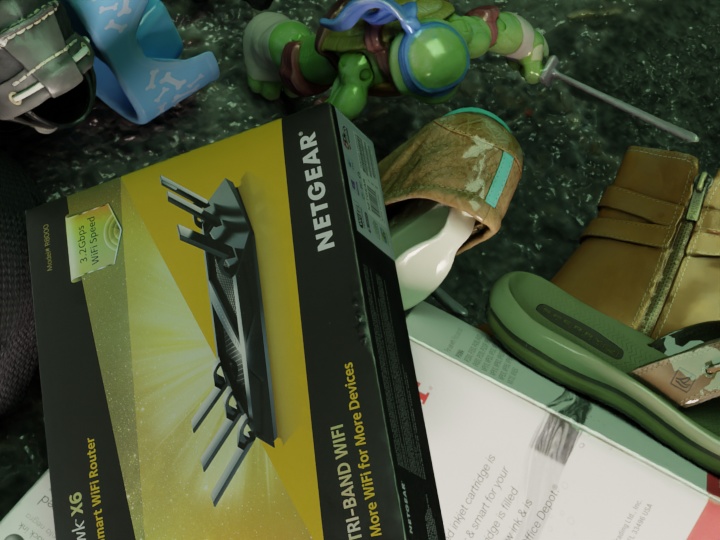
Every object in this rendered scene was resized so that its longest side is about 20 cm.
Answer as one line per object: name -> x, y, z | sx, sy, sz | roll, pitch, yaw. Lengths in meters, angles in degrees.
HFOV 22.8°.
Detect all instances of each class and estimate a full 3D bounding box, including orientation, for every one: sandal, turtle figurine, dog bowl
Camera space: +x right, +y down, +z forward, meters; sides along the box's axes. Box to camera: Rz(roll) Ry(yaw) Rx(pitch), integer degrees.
sandal -> 0.153, 0.045, 0.809 | 0.201, 0.057, 0.080 | 27, 18, 6
turtle figurine -> 0.025, -0.082, 0.926 | 0.200, 0.194, 0.144 | 30, 96, -28
dog bowl -> -0.139, -0.142, 0.903 | 0.111, 0.200, 0.050 | 39, 79, 22

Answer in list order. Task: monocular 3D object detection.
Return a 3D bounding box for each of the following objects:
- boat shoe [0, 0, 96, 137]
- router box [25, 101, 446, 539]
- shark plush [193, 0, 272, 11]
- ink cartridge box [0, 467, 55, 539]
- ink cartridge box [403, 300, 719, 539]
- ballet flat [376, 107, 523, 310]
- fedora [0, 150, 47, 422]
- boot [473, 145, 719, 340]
boat shoe -> -0.164, -0.090, 0.871 | 0.068, 0.200, 0.072 | 45, 78, -3
router box -> -0.058, 0.046, 0.767 | 0.157, 0.052, 0.200 | -19, 65, 18
shark plush -> -0.131, -0.210, 0.997 | 0.091, 0.083, 0.200 | -27, 71, -23
ink cartridge box -> -0.151, 0.195, 0.787 | 0.116, 0.068, 0.200 | 35, 62, 9
ink cartridge box -> 0.077, 0.124, 0.821 | 0.200, 0.083, 0.147 | 28, 105, 4
ballet flat -> 0.000, 0.000, 0.834 | 0.068, 0.200, 0.072 | 32, 44, -28
fedora -> -0.201, 0.006, 0.848 | 0.092, 0.201, 0.201 | 4, 56, -47
boot -> 0.117, 0.008, 0.903 | 0.200, 0.074, 0.155 | 13, 79, 9
